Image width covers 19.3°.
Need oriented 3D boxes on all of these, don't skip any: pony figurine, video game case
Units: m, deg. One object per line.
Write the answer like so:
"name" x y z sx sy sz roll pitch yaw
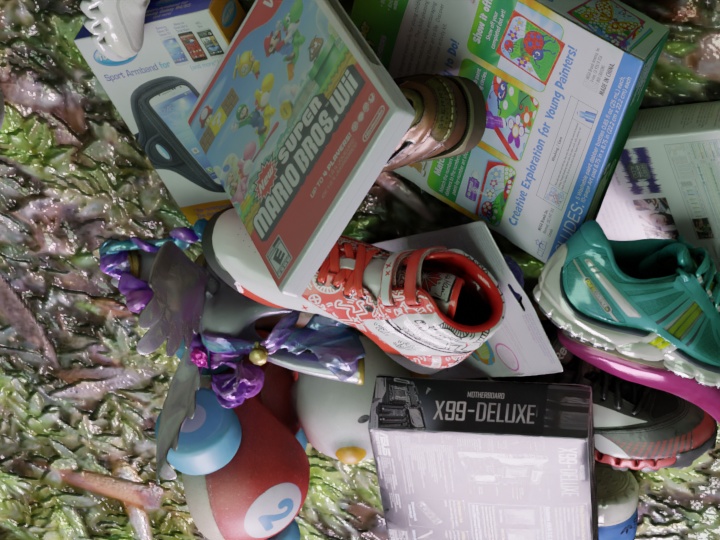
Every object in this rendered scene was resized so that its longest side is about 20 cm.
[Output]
"pony figurine" -0.095 0.035 1.498 0.198 0.194 0.168 2 127 -4
"video game case" -0.043 -0.097 1.348 0.017 0.200 0.143 17 117 -35

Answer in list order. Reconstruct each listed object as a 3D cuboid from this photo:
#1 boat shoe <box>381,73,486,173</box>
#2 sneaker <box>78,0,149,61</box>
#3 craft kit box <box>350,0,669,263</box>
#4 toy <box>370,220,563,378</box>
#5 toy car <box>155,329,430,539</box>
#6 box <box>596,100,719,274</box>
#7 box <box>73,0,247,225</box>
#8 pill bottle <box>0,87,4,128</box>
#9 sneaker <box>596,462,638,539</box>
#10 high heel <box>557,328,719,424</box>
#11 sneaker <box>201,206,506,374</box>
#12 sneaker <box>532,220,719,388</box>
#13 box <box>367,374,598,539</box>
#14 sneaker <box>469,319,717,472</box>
"boat shoe" -0.014 -0.088 1.375 0.199 0.073 0.068 -21 167 41
"sneaker" -0.141 -0.223 1.368 0.080 0.075 0.201 6 126 -2
"craft kit box" 0.081 -0.121 1.368 0.197 0.049 0.201 30 139 12
"toy" 0.078 0.016 1.494 0.116 0.047 0.200 60 153 -9
"toy car" -0.030 0.117 1.611 0.198 0.178 0.185 -8 141 14
"box" 0.229 -0.046 1.417 0.199 0.036 0.145 -3 131 28
"box" -0.113 -0.123 1.489 0.118 0.042 0.201 -9 131 31
"pill bottle" -0.352 -0.084 1.584 0.109 0.110 0.200 35 137 -12
"sneaker" 0.121 0.202 1.681 0.198 0.077 0.112 4 125 12
"high heel" 0.223 0.082 1.503 0.198 0.068 0.096 7 131 -18
"sneaker" 0.001 -0.001 1.407 0.200 0.068 0.108 28 153 -16
"sneaker" 0.211 0.021 1.395 0.199 0.078 0.080 15 119 -26
"box" 0.094 0.159 1.551 0.156 0.050 0.201 1 139 11
"sneaker" 0.166 0.086 1.550 0.199 0.071 0.098 15 139 12
